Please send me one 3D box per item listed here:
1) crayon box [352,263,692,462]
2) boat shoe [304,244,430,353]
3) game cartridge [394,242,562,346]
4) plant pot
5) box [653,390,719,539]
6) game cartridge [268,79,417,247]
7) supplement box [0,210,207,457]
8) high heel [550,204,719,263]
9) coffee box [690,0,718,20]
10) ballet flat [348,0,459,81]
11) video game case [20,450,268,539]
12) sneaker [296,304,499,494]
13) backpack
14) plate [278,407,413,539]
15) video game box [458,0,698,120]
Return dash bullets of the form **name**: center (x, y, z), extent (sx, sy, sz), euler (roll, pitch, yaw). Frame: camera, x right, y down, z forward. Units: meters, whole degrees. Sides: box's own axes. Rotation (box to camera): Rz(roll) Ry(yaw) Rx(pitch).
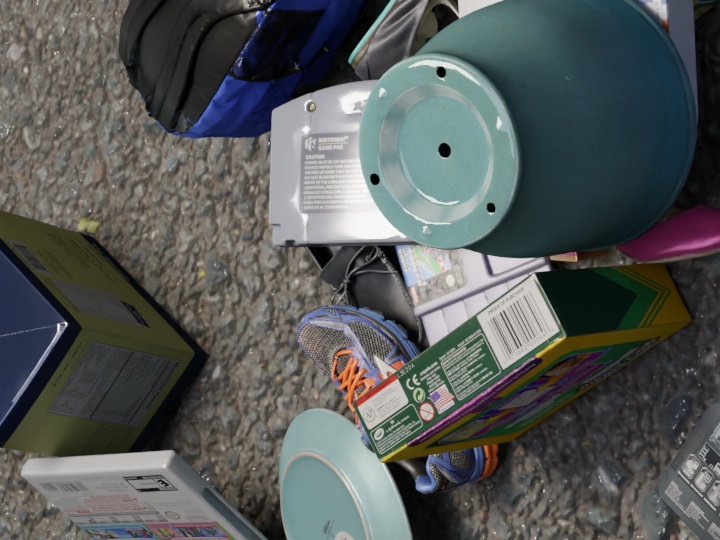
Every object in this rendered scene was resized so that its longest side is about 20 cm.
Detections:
- **crayon box**: center (0.122, 0.068, 1.614), extent (0.200, 0.172, 0.058), euler (-37, 70, 35)
- **boat shoe**: center (0.000, 0.000, 1.795), extent (0.075, 0.062, 0.200), euler (-46, 64, 30)
- **game cartridge**: center (0.083, -0.046, 1.728), extent (0.129, 0.038, 0.200), euler (-22, 76, 24)
- **plant pot**: center (0.103, -0.095, 1.512), extent (0.200, 0.188, 0.200), euler (11, 108, 36)
- **box**: center (0.322, 0.160, 1.521), extent (0.200, 0.051, 0.158), euler (45, 119, 32)
- **game cartridge**: center (0.017, -0.086, 1.732), extent (0.200, 0.042, 0.133), euler (0, 82, 32)
- **supplement box**: center (-0.287, 0.058, 1.940), extent (0.200, 0.200, 0.134), euler (43, 104, 32)
- **high heel**: center (0.211, -0.057, 1.607), extent (0.200, 0.067, 0.096), euler (1, 101, 54)
- **coffee box**: center (0.169, -0.248, 1.630), extent (0.123, 0.044, 0.200), euler (-38, 79, 34)
- **ballet flat**: center (0.065, -0.230, 1.739), extent (0.073, 0.073, 0.200), euler (42, 111, 33)
- **video game case**: center (-0.176, 0.221, 1.889), extent (0.200, 0.182, 0.022), euler (-8, 45, 43)
- **sneaker**: center (0.021, 0.102, 1.733), extent (0.200, 0.078, 0.075), euler (40, 132, 18)
- **backpack**: center (-0.097, -0.205, 1.806), extent (0.200, 0.168, 0.163), euler (-54, 50, 33)
- **plate**: center (-0.021, 0.214, 1.797), extent (0.200, 0.026, 0.201), euler (28, 124, 50)
- **video game box**: center (0.157, -0.205, 1.594), extent (0.182, 0.047, 0.200), euler (4, 104, 38)
